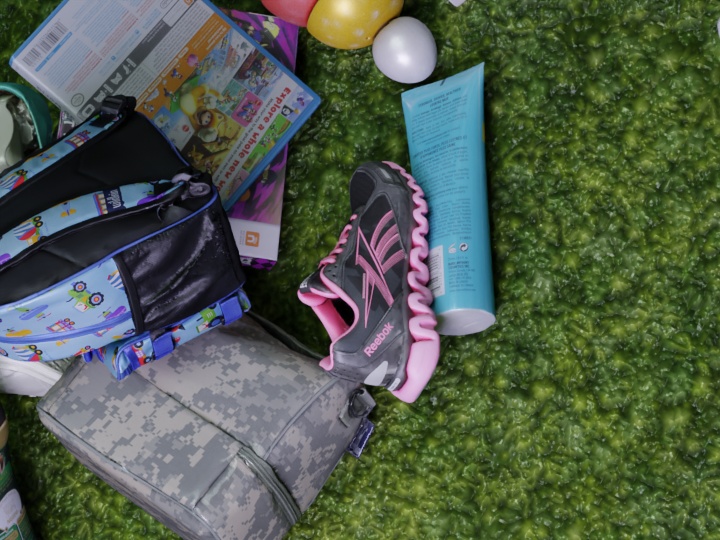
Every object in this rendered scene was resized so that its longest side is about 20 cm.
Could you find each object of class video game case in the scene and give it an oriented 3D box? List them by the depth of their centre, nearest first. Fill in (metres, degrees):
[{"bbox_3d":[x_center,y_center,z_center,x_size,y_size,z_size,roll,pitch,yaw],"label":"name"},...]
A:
[{"bbox_3d":[-0.148,-0.144,1.586,0.200,0.018,0.143,41,70,-2],"label":"video game case"},{"bbox_3d":[-0.145,-0.111,1.608,0.180,0.036,0.202,9,75,-12],"label":"video game case"}]

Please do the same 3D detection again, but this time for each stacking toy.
[{"bbox_3d":[-0.017,-0.220,1.599,0.146,0.146,0.200,-43,77,9],"label":"stacking toy"}]

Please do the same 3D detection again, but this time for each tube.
[{"bbox_3d":[0.067,-0.054,1.539,0.077,0.050,0.202,-16,65,28],"label":"tube"}]

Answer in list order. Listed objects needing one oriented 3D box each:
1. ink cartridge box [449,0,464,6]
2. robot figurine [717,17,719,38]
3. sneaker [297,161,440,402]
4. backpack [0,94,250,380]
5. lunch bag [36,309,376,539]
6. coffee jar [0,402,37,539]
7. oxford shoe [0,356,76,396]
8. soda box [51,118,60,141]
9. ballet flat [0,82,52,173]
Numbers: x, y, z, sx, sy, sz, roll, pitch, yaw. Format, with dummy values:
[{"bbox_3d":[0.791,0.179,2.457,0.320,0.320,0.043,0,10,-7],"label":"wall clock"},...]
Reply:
[{"bbox_3d":[0.098,-0.325,1.556,0.199,0.128,0.126,-37,63,13],"label":"ink cartridge box"},{"bbox_3d":[0.345,-0.173,1.395,0.198,0.113,0.170,-8,43,24],"label":"robot figurine"},{"bbox_3d":[0.000,0.000,1.505,0.095,0.079,0.201,5,53,-16],"label":"sneaker"},{"bbox_3d":[-0.199,-0.006,1.459,0.199,0.135,0.183,-29,37,-14],"label":"backpack"},{"bbox_3d":[-0.109,0.105,1.524,0.199,0.140,0.168,31,76,27],"label":"lunch bag"},{"bbox_3d":[-0.306,0.177,1.571,0.103,0.085,0.202,-1,115,23],"label":"coffee jar"},{"bbox_3d":[-0.260,0.070,1.615,0.198,0.058,0.076,7,44,-14],"label":"oxford shoe"},{"bbox_3d":[-0.212,-0.086,1.673,0.063,0.068,0.201,22,85,29],"label":"soda box"},{"bbox_3d":[-0.267,-0.058,1.611,0.067,0.070,0.202,-21,68,18],"label":"ballet flat"}]
